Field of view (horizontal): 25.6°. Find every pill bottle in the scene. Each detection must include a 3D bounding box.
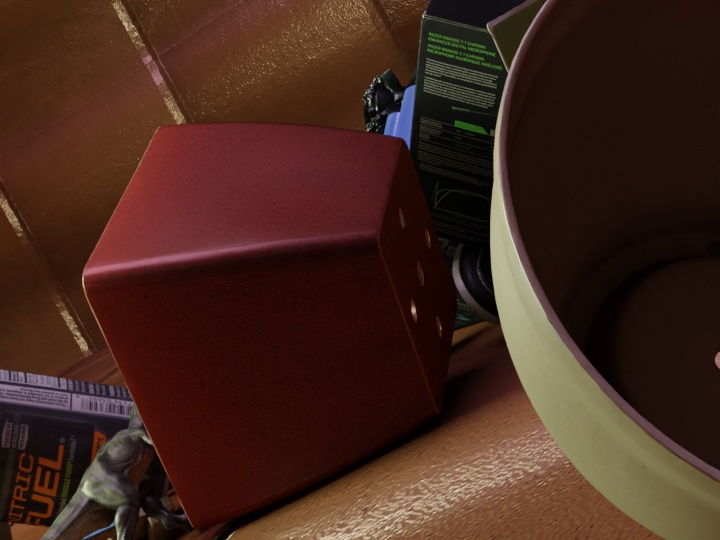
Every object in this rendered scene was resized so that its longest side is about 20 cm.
[{"bbox_3d":[-0.238,0.127,1.126,0.197,0.108,0.106,9,-5,-15],"label":"pill bottle"}]

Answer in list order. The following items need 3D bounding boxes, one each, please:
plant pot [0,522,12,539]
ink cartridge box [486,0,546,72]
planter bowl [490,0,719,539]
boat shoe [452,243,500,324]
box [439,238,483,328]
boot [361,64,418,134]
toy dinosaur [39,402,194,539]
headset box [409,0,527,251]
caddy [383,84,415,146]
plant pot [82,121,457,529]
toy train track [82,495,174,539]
[{"bbox_3d":[-0.363,0.215,1.155,0.199,0.203,0.182,-24,-3,43],"label":"plant pot"},{"bbox_3d":[0.152,-0.084,1.007,0.145,0.202,0.048,-33,10,-37],"label":"ink cartridge box"},{"bbox_3d":[0.129,0.008,0.488,0.199,0.201,0.135,-31,-21,-20],"label":"planter bowl"},{"bbox_3d":[0.136,-0.019,1.180,0.066,0.075,0.199,-39,-10,33],"label":"boat shoe"},{"bbox_3d":[0.000,0.000,1.230,0.198,0.052,0.157,16,-20,-28],"label":"box"},{"bbox_3d":[0.085,-0.100,1.445,0.160,0.200,0.074,-3,49,2],"label":"boot"},{"bbox_3d":[-0.155,0.154,1.046,0.200,0.088,0.048,-50,-11,-43],"label":"toy dinosaur"},{"bbox_3d":[0.102,-0.147,1.115,0.092,0.202,0.175,15,44,12],"label":"headset box"},{"bbox_3d":[0.101,-0.077,1.309,0.197,0.106,0.141,9,-16,-10],"label":"caddy"},{"bbox_3d":[-0.041,0.018,1.025,0.174,0.202,0.201,-11,30,17],"label":"plant pot"},{"bbox_3d":[-0.208,0.207,1.052,0.198,0.033,0.116,-22,-40,-28],"label":"toy train track"}]
